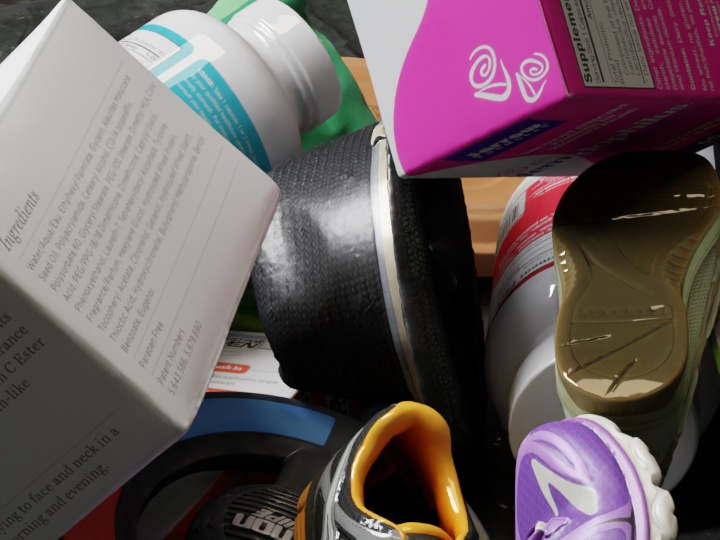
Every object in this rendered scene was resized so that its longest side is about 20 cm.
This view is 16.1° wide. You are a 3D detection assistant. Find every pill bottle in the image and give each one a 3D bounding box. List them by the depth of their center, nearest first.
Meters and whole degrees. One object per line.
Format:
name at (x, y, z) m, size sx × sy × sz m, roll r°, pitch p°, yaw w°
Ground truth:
pill bottle at (0.116, 0.028, 1.210) m, size 0.112 × 0.113 × 0.200 m, roll -7°, pitch 25°, yaw 9°
pill bottle at (-0.106, -0.053, 1.243) m, size 0.200 × 0.111 × 0.111 m, roll -36°, pitch 32°, yaw -22°

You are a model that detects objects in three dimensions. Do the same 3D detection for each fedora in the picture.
fedora at (0.000, 0.000, 1.189) m, size 0.091 × 0.201 × 0.201 m, roll -10°, pitch 24°, yaw 10°

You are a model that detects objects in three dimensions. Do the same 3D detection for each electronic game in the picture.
electronic game at (-0.035, 0.121, 1.077) m, size 0.199 × 0.042 × 0.200 m, roll 12°, pitch 36°, yaw -9°

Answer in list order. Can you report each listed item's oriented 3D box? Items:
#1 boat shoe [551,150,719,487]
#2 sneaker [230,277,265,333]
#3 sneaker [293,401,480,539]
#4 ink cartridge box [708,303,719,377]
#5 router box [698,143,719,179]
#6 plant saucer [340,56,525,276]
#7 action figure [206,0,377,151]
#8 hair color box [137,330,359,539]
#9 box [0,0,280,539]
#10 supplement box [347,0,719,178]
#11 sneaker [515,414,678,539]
boat shoe at (0.119, 0.017, 1.090) m, size 0.073 × 0.063 × 0.201 m, roll -2°, pitch 33°, yaw 9°
sneaker at (-0.033, 0.001, 1.342) m, size 0.199 × 0.084 × 0.074 m, roll 13°, pitch -9°, yaw 25°
sneaker at (0.016, 0.138, 0.994) m, size 0.078 × 0.077 × 0.200 m, roll 7°, pitch 45°, yaw -22°
ink cartridge box at (0.229, 0.021, 1.131) m, size 0.147 × 0.076 × 0.200 m, roll 25°, pitch 25°, yaw -13°
router box at (0.205, -0.063, 1.286) m, size 0.199 × 0.180 × 0.049 m, roll 4°, pitch 28°, yaw 31°
plant saucer at (0.025, -0.066, 1.437) m, size 0.200 × 0.032 × 0.200 m, roll 16°, pitch 29°, yaw -9°
action figure at (-0.096, -0.067, 1.335) m, size 0.200 × 0.118 × 0.055 m, roll -35°, pitch 0°, yaw -25°
hair color box at (-0.092, 0.100, 1.202) m, size 0.111 × 0.064 × 0.200 m, roll 4°, pitch 30°, yaw 27°
box at (-0.159, 0.026, 1.058) m, size 0.199 × 0.131 × 0.200 m, roll -40°, pitch 17°, yaw 28°
supplement box at (0.100, -0.104, 1.147) m, size 0.101 × 0.104 × 0.200 m, roll -24°, pitch -14°, yaw 39°
sneaker at (0.067, 0.134, 0.943) m, size 0.083 × 0.081 × 0.200 m, roll 19°, pitch 49°, yaw -15°
